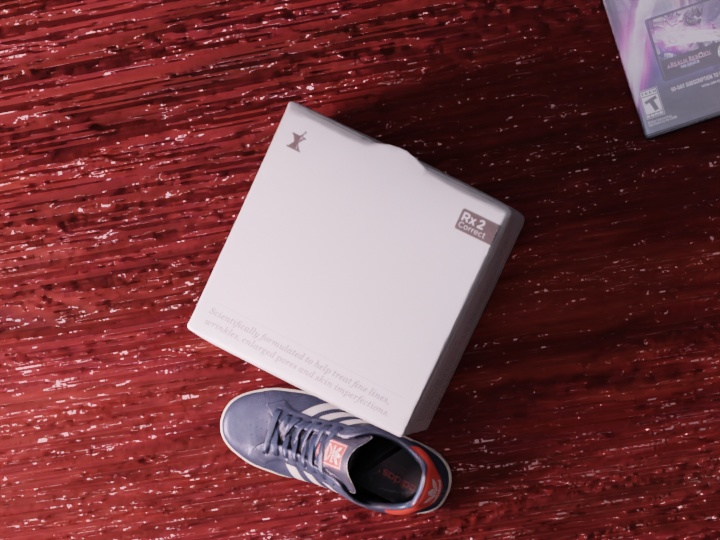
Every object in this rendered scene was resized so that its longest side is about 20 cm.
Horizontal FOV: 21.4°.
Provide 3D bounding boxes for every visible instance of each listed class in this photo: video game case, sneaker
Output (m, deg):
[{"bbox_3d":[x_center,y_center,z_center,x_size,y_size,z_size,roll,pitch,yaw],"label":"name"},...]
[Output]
[{"bbox_3d":[0.269,-0.223,1.534,0.142,0.019,0.201,-18,86,9],"label":"video game case"},{"bbox_3d":[-0.024,0.145,1.541,0.199,0.084,0.075,14,91,11],"label":"sneaker"}]

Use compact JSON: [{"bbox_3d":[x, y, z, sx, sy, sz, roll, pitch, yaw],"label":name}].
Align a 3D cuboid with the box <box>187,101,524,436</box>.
[{"bbox_3d":[0.000,0.000,1.518,0.198,0.131,0.201,26,93,11],"label":"box"}]
